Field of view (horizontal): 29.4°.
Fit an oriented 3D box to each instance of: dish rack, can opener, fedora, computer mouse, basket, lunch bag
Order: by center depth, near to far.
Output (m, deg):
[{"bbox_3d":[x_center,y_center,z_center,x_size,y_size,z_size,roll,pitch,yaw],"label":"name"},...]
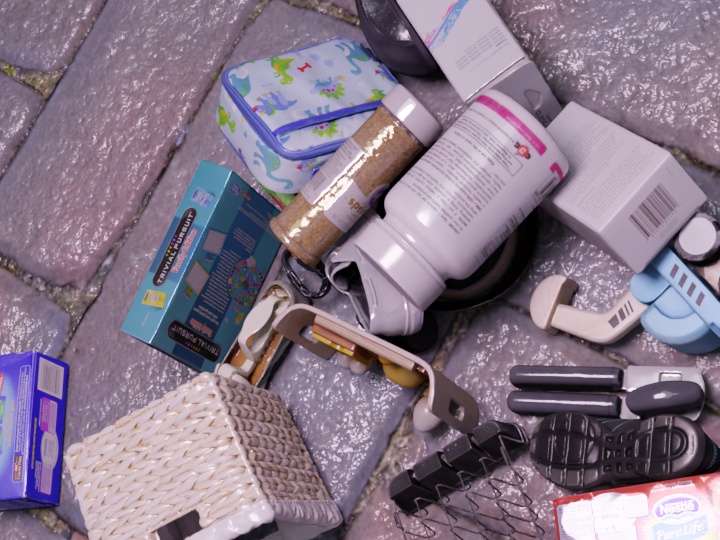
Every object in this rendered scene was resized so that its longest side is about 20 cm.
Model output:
[{"bbox_3d":[0.112,0.254,1.314,0.153,0.054,0.202,-34,52,20],"label":"dish rack"},{"bbox_3d":[0.235,0.114,1.330,0.197,0.067,0.054,0,71,23],"label":"can opener"},{"bbox_3d":[-0.156,0.221,1.376,0.197,0.200,0.162,-28,70,13],"label":"basket"},{"bbox_3d":[0.091,-0.062,1.428,0.198,0.092,0.203,-7,65,14],"label":"fedora"},{"bbox_3d":[-0.004,0.026,1.462,0.198,0.034,0.059,28,73,17],"label":"computer mouse"},{"bbox_3d":[-0.043,-0.168,1.489,0.198,0.083,0.161,-17,55,-30],"label":"lunch bag"},{"bbox_3d":[0.020,-0.286,1.528,0.052,0.138,0.201,-33,65,8],"label":"computer mouse"}]

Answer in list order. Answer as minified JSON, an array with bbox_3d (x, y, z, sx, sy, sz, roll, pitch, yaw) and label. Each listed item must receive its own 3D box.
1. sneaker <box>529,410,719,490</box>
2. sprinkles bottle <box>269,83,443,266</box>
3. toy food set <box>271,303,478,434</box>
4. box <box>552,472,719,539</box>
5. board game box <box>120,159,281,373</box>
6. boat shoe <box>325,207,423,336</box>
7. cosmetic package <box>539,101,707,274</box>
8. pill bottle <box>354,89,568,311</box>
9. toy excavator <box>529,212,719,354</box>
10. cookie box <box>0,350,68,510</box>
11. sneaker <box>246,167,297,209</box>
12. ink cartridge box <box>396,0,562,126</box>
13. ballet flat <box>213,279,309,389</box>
[{"bbox_3d":[0.251,0.177,1.303,0.198,0.079,0.076,-3,74,44],"label":"sneaker"},{"bbox_3d":[-0.005,-0.097,1.407,0.200,0.068,0.068,-46,61,6],"label":"sprinkles bottle"},{"bbox_3d":[0.016,0.106,1.384,0.198,0.143,0.061,24,84,28],"label":"toy food set"},{"bbox_3d":[0.284,0.248,1.245,0.198,0.095,0.101,-13,68,19],"label":"box"},{"bbox_3d":[-0.165,0.002,1.493,0.047,0.151,0.202,20,80,28],"label":"board game box"},{"bbox_3d":[0.000,0.000,1.423,0.068,0.073,0.201,-7,44,-20],"label":"boat shoe"},{"bbox_3d":[0.238,-0.085,1.345,0.102,0.071,0.200,-47,29,3],"label":"cosmetic package"},{"bbox_3d":[0.095,-0.065,1.317,0.200,0.113,0.113,-46,61,-3],"label":"pill bottle"},{"bbox_3d":[0.285,0.032,1.331,0.200,0.100,0.195,-46,59,12],"label":"toy excavator"},{"bbox_3d":[-0.446,0.191,1.589,0.197,0.075,0.174,-8,69,20],"label":"cookie box"},{"bbox_3d":[-0.080,-0.124,1.554,0.084,0.077,0.200,-39,68,-7],"label":"sneaker"},{"bbox_3d":[0.118,-0.243,1.462,0.082,0.146,0.201,-34,62,9],"label":"ink cartridge box"},{"bbox_3d":[-0.127,0.099,1.493,0.067,0.064,0.201,28,85,29],"label":"ballet flat"}]
